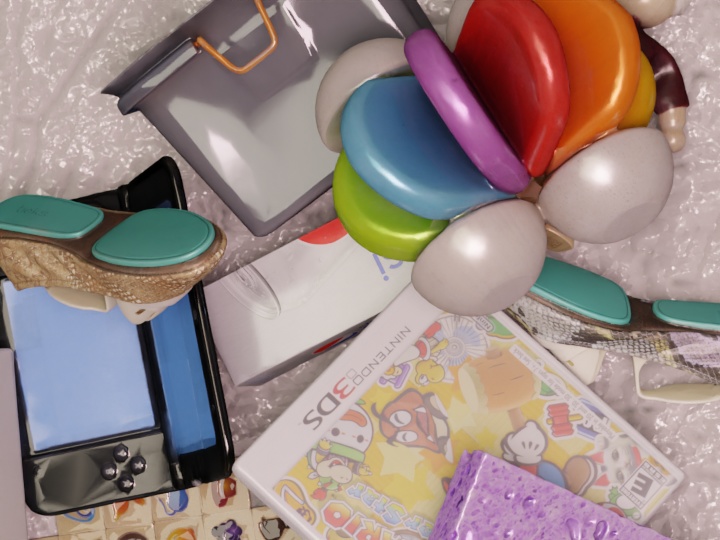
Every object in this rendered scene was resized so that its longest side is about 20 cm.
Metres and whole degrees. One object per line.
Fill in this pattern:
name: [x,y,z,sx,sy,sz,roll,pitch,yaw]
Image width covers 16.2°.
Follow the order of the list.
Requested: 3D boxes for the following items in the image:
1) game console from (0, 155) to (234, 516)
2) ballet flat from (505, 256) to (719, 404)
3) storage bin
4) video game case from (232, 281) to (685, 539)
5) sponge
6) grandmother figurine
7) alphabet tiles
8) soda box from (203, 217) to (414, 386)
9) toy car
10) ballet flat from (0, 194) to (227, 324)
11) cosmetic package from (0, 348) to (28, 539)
game console: [-0.163,0.045,1.590,0.176,0.116,0.200,-12,84,13]
ballet flat: [0.161,0.042,1.522,0.200,0.072,0.072,13,93,-3]
storage bin: [-0.038,-0.120,1.561,0.200,0.146,0.134,-38,91,11]
video game case: [0.058,0.119,1.486,0.200,0.023,0.182,42,74,9]
sponge: [0.126,0.190,1.442,0.200,0.030,0.112,26,81,-22]
grandmother figurine: [0.145,-0.111,1.527,0.121,0.061,0.200,29,78,-11]
alphabet tiles: [-0.126,0.212,1.639,0.200,0.006,0.167,-9,86,14]
soda box: [0.000,0.000,1.580,0.200,0.063,0.068,-27,83,12]
toy car: [0.071,-0.087,1.421,0.200,0.150,0.175,-29,67,-2]
ballet flat: [-0.147,-0.004,1.528,0.200,0.071,0.065,12,129,44]
cosmetic package: [-0.276,0.151,1.616,0.090,0.107,0.200,-10,83,39]
